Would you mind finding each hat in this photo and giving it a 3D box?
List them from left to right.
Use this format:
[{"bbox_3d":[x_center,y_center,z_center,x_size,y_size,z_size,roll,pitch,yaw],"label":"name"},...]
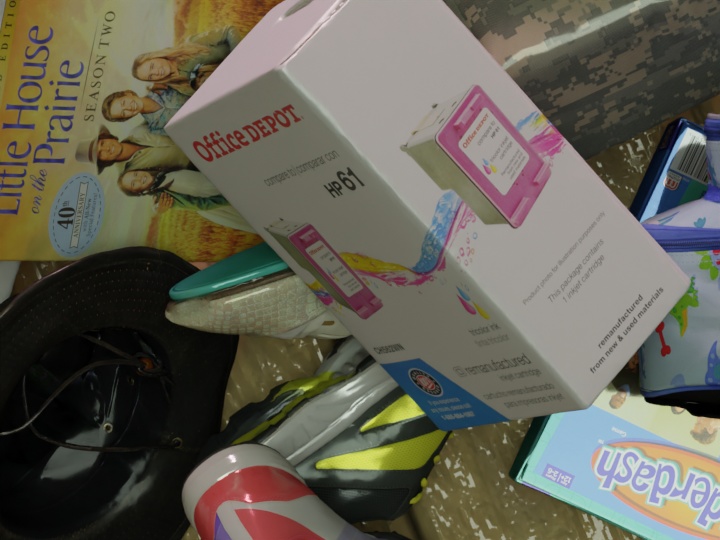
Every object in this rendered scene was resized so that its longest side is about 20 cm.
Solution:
[{"bbox_3d":[-0.154,0.068,1.156,0.081,0.201,0.201,30,88,39],"label":"hat"}]

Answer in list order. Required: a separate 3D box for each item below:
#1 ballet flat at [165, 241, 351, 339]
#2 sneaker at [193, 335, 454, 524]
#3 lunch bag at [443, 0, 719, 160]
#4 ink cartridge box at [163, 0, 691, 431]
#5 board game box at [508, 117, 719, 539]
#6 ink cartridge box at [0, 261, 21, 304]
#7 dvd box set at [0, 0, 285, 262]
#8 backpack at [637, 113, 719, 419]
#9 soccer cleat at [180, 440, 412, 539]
[{"bbox_3d":[0.000,0.000,1.150,0.200,0.067,0.062,-26,104,-26],"label":"ballet flat"},{"bbox_3d":[0.015,0.074,1.183,0.200,0.074,0.085,-31,109,-1],"label":"sneaker"},{"bbox_3d":[0.101,-0.166,1.152,0.164,0.118,0.200,-26,57,2],"label":"lunch bag"},{"bbox_3d":[0.025,-0.031,1.046,0.200,0.144,0.085,48,67,-11],"label":"ink cartridge box"},{"bbox_3d":[0.184,0.046,1.191,0.152,0.045,0.200,26,88,-1],"label":"board game box"},{"bbox_3d":[-0.189,-0.096,1.150,0.115,0.068,0.200,20,113,-6],"label":"ink cartridge box"},{"bbox_3d":[-0.099,-0.073,1.121,0.200,0.029,0.147,1,119,-29],"label":"dvd box set"},{"bbox_3d":[0.225,-0.011,1.070,0.200,0.183,0.147,-9,89,40],"label":"backpack"},{"bbox_3d":[-0.010,0.153,1.123,0.068,0.073,0.200,-38,135,10],"label":"soccer cleat"}]
